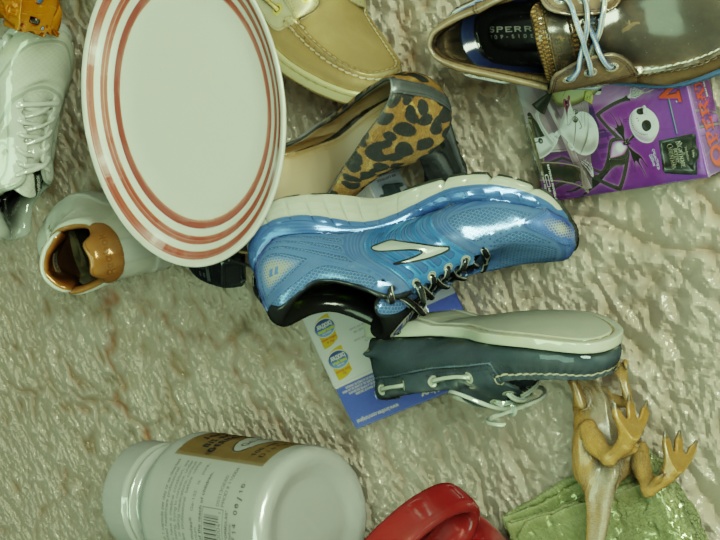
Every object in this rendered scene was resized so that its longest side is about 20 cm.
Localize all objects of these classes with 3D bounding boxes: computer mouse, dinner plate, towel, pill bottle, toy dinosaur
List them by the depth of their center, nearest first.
[{"bbox_3d":[0.147,0.121,0.954,0.106,0.060,0.200,-28,58,58],"label":"toy dinosaur"},{"bbox_3d":[-0.107,-0.102,0.971,0.200,0.024,0.201,13,108,43],"label":"dinner plate"},{"bbox_3d":[0.180,0.220,0.996,0.148,0.036,0.200,-33,80,46],"label":"towel"},{"bbox_3d":[-0.080,-0.011,1.128,0.200,0.034,0.059,19,119,61],"label":"computer mouse"},{"bbox_3d":[-0.102,0.182,1.204,0.200,0.114,0.115,1,107,44],"label":"pill bottle"}]

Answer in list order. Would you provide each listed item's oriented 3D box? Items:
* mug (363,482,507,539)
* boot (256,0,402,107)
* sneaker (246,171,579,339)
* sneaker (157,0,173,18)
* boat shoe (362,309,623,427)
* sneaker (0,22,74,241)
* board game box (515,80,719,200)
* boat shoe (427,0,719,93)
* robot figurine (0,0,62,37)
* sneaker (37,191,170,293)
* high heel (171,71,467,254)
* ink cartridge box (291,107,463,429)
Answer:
[{"bbox_3d":[0.003,0.236,1.050,0.133,0.200,0.178,5,112,51],"label":"mug"},{"bbox_3d":[-0.024,-0.214,0.993,0.200,0.073,0.156,52,136,30],"label":"boot"},{"bbox_3d":[0.033,0.000,0.948,0.079,0.200,0.089,75,-172,-62],"label":"sneaker"},{"bbox_3d":[-0.110,-0.237,0.992,0.085,0.073,0.200,18,122,53],"label":"sneaker"},{"bbox_3d":[0.076,0.057,0.952,0.200,0.075,0.062,-1,96,44],"label":"boat shoe"},{"bbox_3d":[-0.267,-0.110,1.261,0.081,0.075,0.200,59,138,38],"label":"sneaker"},{"bbox_3d":[0.133,-0.144,0.902,0.120,0.032,0.200,-9,100,42],"label":"board game box"},{"bbox_3d":[0.123,-0.125,0.847,0.200,0.072,0.072,-3,104,44],"label":"boat shoe"},{"bbox_3d":[-0.245,-0.281,1.165,0.145,0.058,0.200,22,100,38],"label":"robot figurine"},{"bbox_3d":[-0.229,-0.021,1.247,0.200,0.085,0.073,-4,103,57],"label":"sneaker"},{"bbox_3d":[-0.038,-0.069,0.963,0.200,0.143,0.072,-14,69,8],"label":"high heel"},{"bbox_3d":[0.000,0.000,1.083,0.119,0.042,0.200,-28,83,46],"label":"ink cartridge box"}]
